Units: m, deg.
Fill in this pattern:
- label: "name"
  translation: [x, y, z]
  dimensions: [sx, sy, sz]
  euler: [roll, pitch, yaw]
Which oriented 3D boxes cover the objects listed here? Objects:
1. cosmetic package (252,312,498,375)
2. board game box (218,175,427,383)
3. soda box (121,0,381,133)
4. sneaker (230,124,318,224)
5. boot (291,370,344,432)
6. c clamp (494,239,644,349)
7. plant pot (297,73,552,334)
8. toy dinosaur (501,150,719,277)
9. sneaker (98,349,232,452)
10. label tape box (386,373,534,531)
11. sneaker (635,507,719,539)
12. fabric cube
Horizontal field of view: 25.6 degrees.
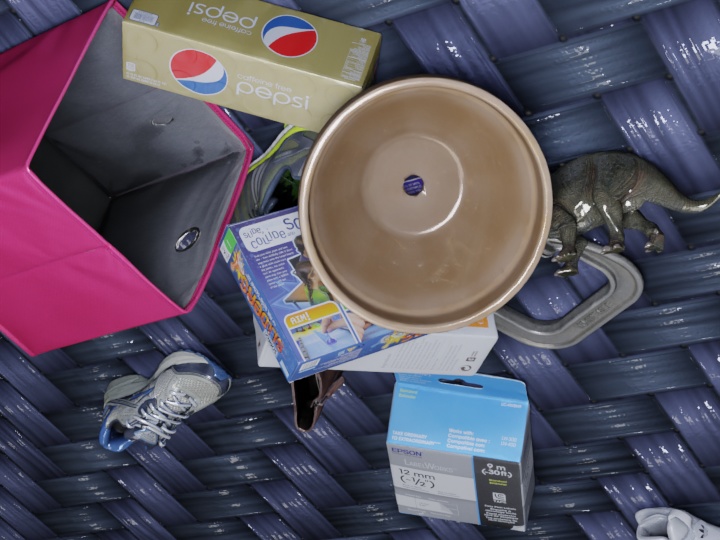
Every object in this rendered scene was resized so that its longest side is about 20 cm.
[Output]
- label: "cosmetic package"
  translation: [0.010, 0.027, 1.368]
  dimensions: [0.198, 0.102, 0.071]
  euler: [3, 147, -16]
- label: "board game box"
  translation: [0.000, 0.000, 1.309]
  dimensions: [0.199, 0.136, 0.035]
  euler: [-16, 156, -29]
- label: "soda box"
  translation: [-0.088, -0.171, 1.273]
  dimensions: [0.198, 0.064, 0.068]
  euler: [16, 143, 4]
- label: "sneaker"
  translation: [-0.072, -0.063, 1.388]
  dimensions: [0.073, 0.081, 0.200]
  euler: [25, 143, -8]
- label: "boot"
  translation: [-0.039, 0.081, 1.484]
  dimensions: [0.072, 0.167, 0.201]
  euler: [14, 143, 6]
- label: "c clamp"
  translation: [0.151, 0.016, 1.438]
  dimensions: [0.170, 0.027, 0.200]
  euler: [33, 141, -18]
- label: "plant pot"
  translation: [0.047, -0.058, 1.260]
  dimensions: [0.199, 0.093, 0.203]
  euler: [-1, 104, -6]
- label: "toy dinosaur"
  translation: [0.189, -0.057, 1.282]
  dimensions: [0.199, 0.103, 0.077]
  euler: [-17, 161, 20]
- label: "sneaker"
  translation: [-0.213, 0.152, 1.718]
  dimensions: [0.077, 0.086, 0.199]
  euler: [38, 138, -25]
- label: "label tape box"
  translation: [0.103, 0.184, 1.641]
  dimensions: [0.142, 0.066, 0.201]
  euler: [7, 143, 15]
- label: "sneaker"
  translation: [0.324, 0.318, 1.711]
  dimensions: [0.114, 0.075, 0.200]
  euler: [30, 137, -14]
- label: "fabric cube"
  translation: [-0.246, -0.072, 1.355]
  dimensions: [0.198, 0.197, 0.200]
  euler: [-16, 132, 37]
